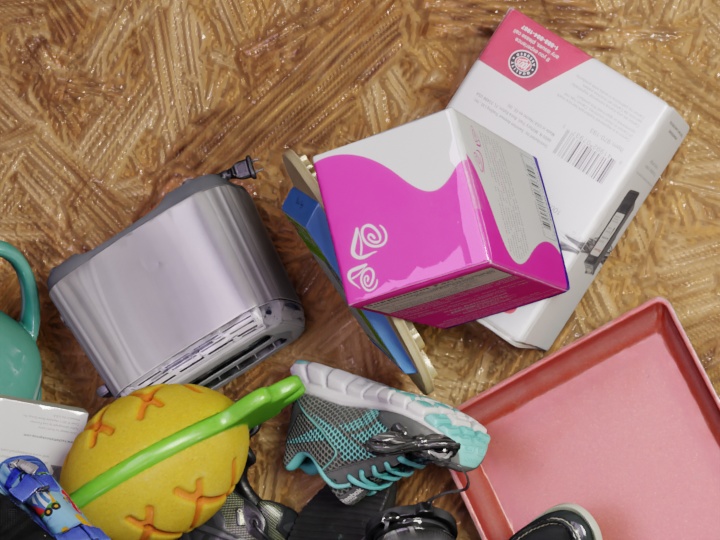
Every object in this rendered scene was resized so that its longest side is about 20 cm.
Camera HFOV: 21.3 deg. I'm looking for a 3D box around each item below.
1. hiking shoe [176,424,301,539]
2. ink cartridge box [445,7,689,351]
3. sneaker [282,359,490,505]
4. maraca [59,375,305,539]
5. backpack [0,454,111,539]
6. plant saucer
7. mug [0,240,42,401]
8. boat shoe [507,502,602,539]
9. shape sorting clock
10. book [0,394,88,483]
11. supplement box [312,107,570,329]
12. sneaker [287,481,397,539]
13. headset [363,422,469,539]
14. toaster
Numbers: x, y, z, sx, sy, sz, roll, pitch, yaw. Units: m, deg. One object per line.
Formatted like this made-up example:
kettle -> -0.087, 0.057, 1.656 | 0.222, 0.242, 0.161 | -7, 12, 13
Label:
hiking shoe -> -0.090, 0.216, 1.430 | 0.100, 0.076, 0.202 | -22, 75, 18
ink cartridge box -> 0.121, -0.063, 1.392 | 0.145, 0.083, 0.201 | 35, 95, 20
sneaker -> 0.014, 0.128, 1.382 | 0.199, 0.077, 0.092 | 13, 85, 52
maraca -> -0.128, 0.129, 1.373 | 0.199, 0.137, 0.108 | -29, 85, -3
backpack -> -0.256, 0.198, 1.293 | 0.134, 0.184, 0.200 | -37, 54, -22
plant saucer -> 0.178, 0.153, 1.369 | 0.198, 0.037, 0.202 | -30, 74, 13
mug -> -0.307, 0.088, 1.480 | 0.185, 0.114, 0.153 | -45, 27, 24
boat shoe -> 0.093, 0.240, 1.332 | 0.200, 0.066, 0.075 | -50, 64, 32
shape sorting clock -> 0.000, 0.000, 1.367 | 0.039, 0.200, 0.201 | -35, 73, -3
book -> -0.282, 0.191, 1.398 | 0.132, 0.048, 0.202 | 11, 90, -17
supplement box -> 0.058, -0.029, 1.258 | 0.102, 0.200, 0.102 | -17, 78, 17
sneaker -> -0.014, 0.240, 1.411 | 0.074, 0.089, 0.201 | 3, 59, 40
headset -> 0.029, 0.201, 1.306 | 0.093, 0.124, 0.202 | 7, 113, -15
toaster -> -0.129, 0.019, 1.454 | 0.199, 0.114, 0.130 | -31, 77, 10
